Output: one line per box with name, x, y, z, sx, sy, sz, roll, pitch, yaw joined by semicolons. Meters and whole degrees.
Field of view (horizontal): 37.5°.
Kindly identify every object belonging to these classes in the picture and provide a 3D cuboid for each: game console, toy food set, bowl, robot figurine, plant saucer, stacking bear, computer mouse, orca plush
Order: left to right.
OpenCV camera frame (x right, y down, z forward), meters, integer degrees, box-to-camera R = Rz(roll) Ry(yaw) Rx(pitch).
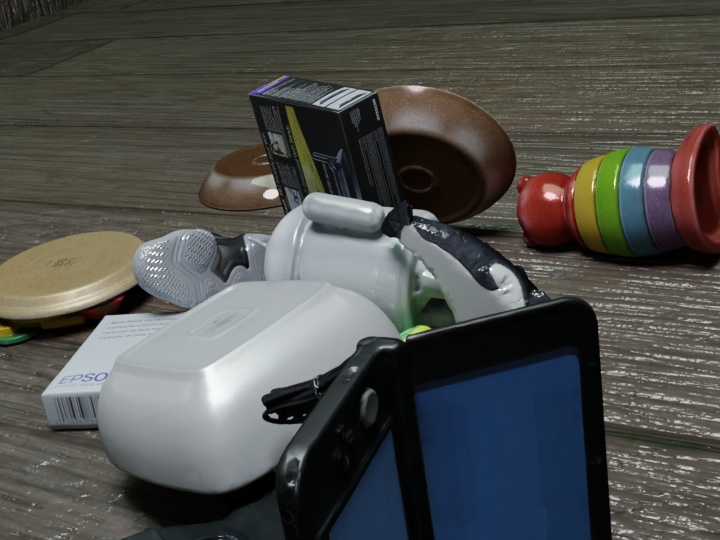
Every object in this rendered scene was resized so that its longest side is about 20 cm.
toy food set;-0.315;0.012;1.152;0.195;0.049;0.200;-10;24;0
bowl;-0.089;0.070;0.771;0.199;0.075;0.198;-35;21;-34
plant saucer;-0.123;-0.135;1.423;0.197;0.037;0.201;-7;24;3
robot figurine;0.000;0.000;0.921;0.197;0.171;0.114;6;46;23
plant saucer;0.061;-0.107;1.109;0.198;0.201;0.037;0;53;20
computer mouse;0.050;0.091;0.651;0.140;0.199;0.047;-28;41;51
game console;0.055;0.137;0.540;0.115;0.202;0.176;1;25;23
orca plush;0.100;0.019;0.833;0.199;0.106;0.071;37;40;10
stacking bear;0.249;-0.066;1.053;0.198;0.123;0.113;-4;15;36

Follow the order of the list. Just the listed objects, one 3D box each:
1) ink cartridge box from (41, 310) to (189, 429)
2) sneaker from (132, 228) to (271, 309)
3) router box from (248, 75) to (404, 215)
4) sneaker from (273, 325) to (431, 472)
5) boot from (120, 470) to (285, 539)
ink cartridge box;-0.158;0.072;0.967;0.197;0.041;0.200;-4;24;12
sneaker;-0.173;-0.002;1.065;0.113;0.077;0.199;-1;1;36
router box;-0.026;-0.087;1.073;0.052;0.202;0.156;-31;32;-28
sneaker;-0.007;0.095;0.817;0.083;0.075;0.199;15;34;37
boot;-0.039;0.189;0.634;0.161;0.074;0.198;-15;27;-29
